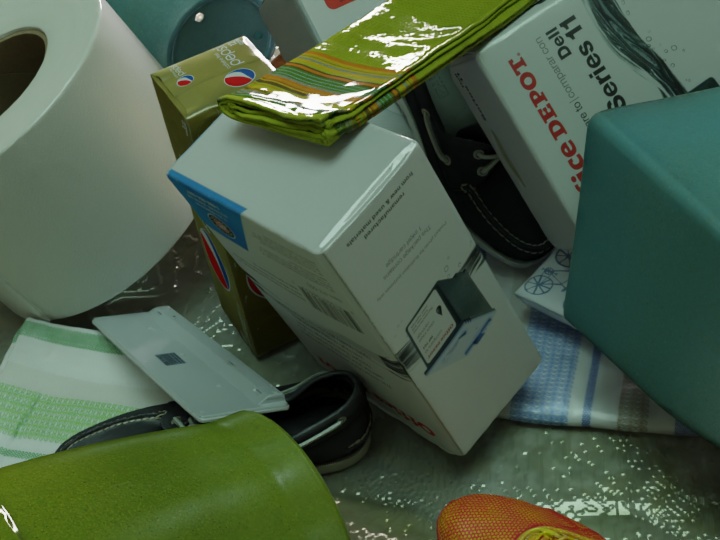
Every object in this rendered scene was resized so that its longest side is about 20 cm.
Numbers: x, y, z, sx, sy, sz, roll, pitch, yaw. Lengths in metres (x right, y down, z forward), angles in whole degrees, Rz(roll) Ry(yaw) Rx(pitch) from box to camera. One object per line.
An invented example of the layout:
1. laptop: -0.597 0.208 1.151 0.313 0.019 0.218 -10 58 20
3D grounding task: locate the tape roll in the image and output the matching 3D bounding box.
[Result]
1. tape roll: -0.219 -0.084 0.912 0.202 0.139 0.203 -21 44 22

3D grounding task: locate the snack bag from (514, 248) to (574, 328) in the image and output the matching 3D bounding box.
1. snack bag: 0.231 0.004 0.831 0.200 0.021 0.188 31 59 31

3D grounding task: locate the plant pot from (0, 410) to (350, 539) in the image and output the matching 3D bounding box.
1. plant pot: -0.111 0.167 0.660 0.192 0.201 0.200 -23 44 -30

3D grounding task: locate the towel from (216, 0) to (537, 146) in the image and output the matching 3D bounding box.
1. towel: 0.016 -0.130 0.737 0.086 0.018 0.200 20 44 38

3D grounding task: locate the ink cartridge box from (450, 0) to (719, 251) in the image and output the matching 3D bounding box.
1. ink cartridge box: 0.175 -0.121 0.790 0.200 0.147 0.083 -33 8 -2

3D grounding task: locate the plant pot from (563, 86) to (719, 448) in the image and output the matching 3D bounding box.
1. plant pot: 0.224 0.012 0.684 0.141 0.142 0.200 -14 39 -19

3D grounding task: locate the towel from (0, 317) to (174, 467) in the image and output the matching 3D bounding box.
1. towel: -0.190 0.115 0.825 0.149 0.031 0.200 4 46 16

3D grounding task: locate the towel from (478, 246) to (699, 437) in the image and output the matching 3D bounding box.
1. towel: 0.148 0.040 0.841 0.199 0.024 0.147 5 47 15

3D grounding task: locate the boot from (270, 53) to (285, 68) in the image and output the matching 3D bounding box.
1. boot: -0.057 -0.122 1.010 0.199 0.077 0.155 -25 43 -9

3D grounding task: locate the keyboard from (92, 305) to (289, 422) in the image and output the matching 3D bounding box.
1. keyboard: -0.111 0.056 0.813 0.056 0.011 0.200 -12 19 -26

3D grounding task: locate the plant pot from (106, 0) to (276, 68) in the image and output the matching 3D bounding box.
1. plant pot: -0.137 -0.206 1.020 0.200 0.201 0.135 -28 47 -17

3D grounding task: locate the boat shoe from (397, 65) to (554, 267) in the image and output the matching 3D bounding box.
1. boat shoe: 0.073 -0.093 0.852 0.076 0.060 0.200 -36 92 -17

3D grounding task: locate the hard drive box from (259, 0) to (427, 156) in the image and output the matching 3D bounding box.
1. hard drive box: 0.045 -0.139 0.923 0.156 0.077 0.201 -28 89 -18

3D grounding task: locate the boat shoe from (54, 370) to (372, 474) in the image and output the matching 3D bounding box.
1. boat shoe: -0.090 0.096 0.782 0.199 0.063 0.073 -9 54 -10

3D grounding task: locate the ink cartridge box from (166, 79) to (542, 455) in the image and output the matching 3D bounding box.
1. ink cartridge box: 0.000 0.000 0.760 0.146 0.200 0.086 28 72 44

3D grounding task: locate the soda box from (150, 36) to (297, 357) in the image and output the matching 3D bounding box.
1. soda box: -0.071 -0.044 0.839 0.068 0.200 0.064 -25 42 -15

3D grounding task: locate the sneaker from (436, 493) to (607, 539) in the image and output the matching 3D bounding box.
1. sneaker: 0.126 0.162 0.682 0.200 0.077 0.073 23 54 32
